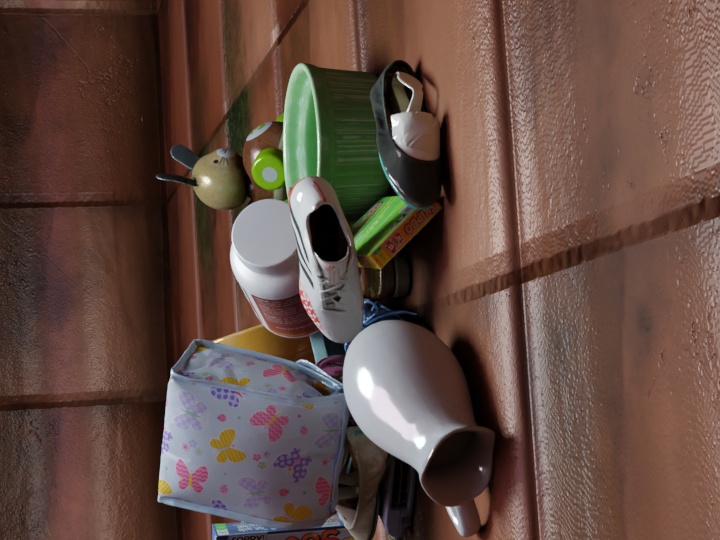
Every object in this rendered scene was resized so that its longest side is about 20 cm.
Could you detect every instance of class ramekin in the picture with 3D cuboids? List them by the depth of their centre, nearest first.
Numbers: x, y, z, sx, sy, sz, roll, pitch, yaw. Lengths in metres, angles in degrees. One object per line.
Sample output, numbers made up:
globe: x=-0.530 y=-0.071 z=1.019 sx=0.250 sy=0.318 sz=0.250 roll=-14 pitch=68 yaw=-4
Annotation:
ramekin: x=-0.028 y=-0.151 z=1.771 sx=0.200 sy=0.097 sz=0.203 roll=178 pitch=90 yaw=-75

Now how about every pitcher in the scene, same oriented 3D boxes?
pitcher: x=0.063 y=0.159 z=1.466 sx=0.200 sy=0.120 sz=0.173 roll=-127 pitch=21 yaw=-47

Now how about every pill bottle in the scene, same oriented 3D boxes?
pill bottle: x=-0.091 y=-0.004 z=1.725 sx=0.200 sy=0.111 sz=0.113 roll=72 pitch=-171 yaw=-66

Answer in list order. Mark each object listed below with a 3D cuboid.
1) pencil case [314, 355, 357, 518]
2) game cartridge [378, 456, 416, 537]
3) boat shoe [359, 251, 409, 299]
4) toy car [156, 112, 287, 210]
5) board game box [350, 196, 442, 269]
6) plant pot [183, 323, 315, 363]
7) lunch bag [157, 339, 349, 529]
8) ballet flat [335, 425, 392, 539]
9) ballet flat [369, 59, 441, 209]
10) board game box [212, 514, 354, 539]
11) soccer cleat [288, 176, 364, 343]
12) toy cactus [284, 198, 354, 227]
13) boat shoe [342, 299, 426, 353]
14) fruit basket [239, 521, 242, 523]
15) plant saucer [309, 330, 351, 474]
pencil case: x=-0.041 y=0.197 z=1.710 sx=0.087 sy=0.082 sz=0.202 roll=-46 pitch=-23 yaw=-58
game cartridge: x=0.034 y=0.192 z=1.704 sx=0.133 sy=0.040 sz=0.202 roll=-115 pitch=27 yaw=-65
boat shoe: x=0.000 y=0.000 z=1.742 sx=0.200 sy=0.067 sz=0.073 roll=167 pitch=99 yaw=-76
toy car: x=-0.187 y=-0.148 z=2.094 sx=0.165 sy=0.198 sz=0.159 roll=-72 pitch=-10 yaw=-60
board game box: x=0.022 y=-0.044 z=1.622 sx=0.030 sy=0.096 sz=0.200 roll=48 pitch=170 yaw=-14
plant pot: x=-0.129 y=0.171 z=2.061 sx=0.200 sy=0.198 sz=0.185 roll=156 pitch=96 yaw=-74
lunch bag: x=-0.114 y=0.187 z=1.626 sx=0.127 sy=0.198 sz=0.171 roll=-54 pitch=-27 yaw=-67
ballet flat: x=-0.007 y=0.244 z=1.678 sx=0.068 sy=0.062 sz=0.201 roll=-108 pitch=21 yaw=-46
ballet flat: x=0.049 y=-0.154 z=1.551 sx=0.201 sy=0.067 sz=0.069 roll=-107 pitch=30 yaw=-43
board game box: x=-0.096 y=0.391 z=1.902 sx=0.034 sy=0.198 sz=0.137 roll=-130 pitch=39 yaw=-66
soccer cleat: x=-0.033 y=-0.003 z=1.554 sx=0.085 sy=0.068 sz=0.202 roll=-129 pitch=25 yaw=-62
toy cactus: x=-0.059 y=-0.098 z=1.940 sx=0.165 sy=0.101 sz=0.202 roll=45 pitch=127 yaw=55
boat shoe: x=0.006 y=0.073 z=1.657 sx=0.199 sy=0.068 sz=0.085 roll=3 pitch=66 yaw=63
fruit basket: x=-0.132 y=0.395 z=2.030 sx=0.156 sy=0.213 sz=0.218 roll=-124 pitch=35 yaw=-63
plant saucer: x=-0.019 y=0.156 z=1.811 sx=0.019 sy=0.070 sz=0.202 roll=-21 pitch=78 yaw=31
